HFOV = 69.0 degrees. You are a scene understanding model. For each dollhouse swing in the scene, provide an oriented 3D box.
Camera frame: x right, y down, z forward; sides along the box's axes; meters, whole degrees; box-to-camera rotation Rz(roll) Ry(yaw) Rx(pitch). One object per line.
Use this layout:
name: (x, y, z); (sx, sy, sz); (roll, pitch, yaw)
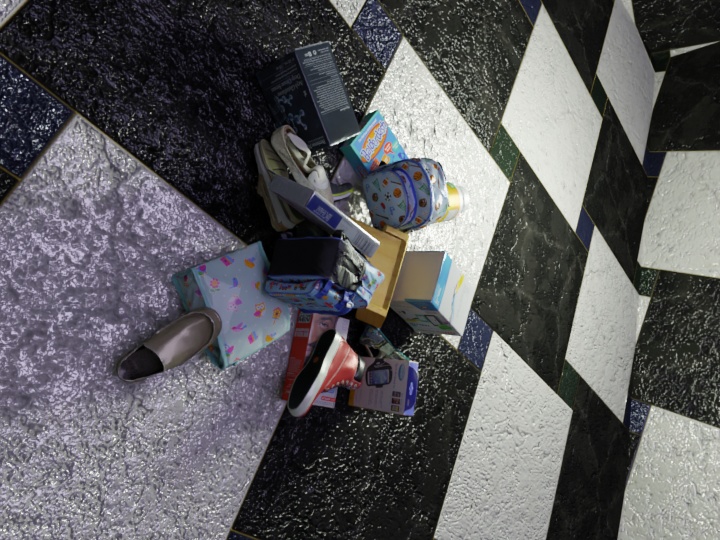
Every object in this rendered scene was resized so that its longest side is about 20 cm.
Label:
dollhouse swing: (0.000, 0.000, 1.216); (0.174, 0.182, 0.202); (17, 72, 1)

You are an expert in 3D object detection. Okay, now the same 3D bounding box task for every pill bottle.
pill bottle: (0.216, -0.190, 1.462); (0.199, 0.110, 0.112); (-14, 96, -43)

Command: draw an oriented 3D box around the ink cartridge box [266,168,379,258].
ink cartridge box: (-0.083, -0.113, 1.032); (0.196, 0.199, 0.044); (35, 87, -41)

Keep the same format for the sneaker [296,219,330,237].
sneaker: (-0.075, -0.058, 1.214); (0.200, 0.075, 0.091); (48, 50, -41)

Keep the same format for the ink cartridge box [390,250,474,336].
ink cartridge box: (0.182, 0.061, 1.365); (0.200, 0.146, 0.147); (43, 57, -44)

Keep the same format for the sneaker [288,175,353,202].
sneaker: (-0.095, -0.190, 1.198); (0.199, 0.073, 0.082); (-17, 95, -45)

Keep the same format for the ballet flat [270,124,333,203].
ballet flat: (-0.117, -0.220, 1.116); (0.200, 0.062, 0.068); (50, 47, -10)

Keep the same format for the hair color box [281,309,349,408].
hair color box: (-0.098, 0.196, 1.170); (0.110, 0.064, 0.202); (21, 72, -40)

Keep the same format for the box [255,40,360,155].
box: (-0.113, -0.364, 1.138); (0.107, 0.148, 0.202); (-35, 110, -39)

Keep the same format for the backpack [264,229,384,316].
backpack: (-0.059, 0.019, 1.009); (0.200, 0.181, 0.136); (35, 64, -48)

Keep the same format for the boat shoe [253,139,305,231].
boat shoe: (-0.187, -0.178, 1.102); (0.075, 0.068, 0.202); (3, 61, -60)

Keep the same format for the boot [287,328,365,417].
boot: (-0.062, 0.246, 1.113); (0.145, 0.072, 0.201); (51, 53, -29)

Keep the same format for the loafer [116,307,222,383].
loafer: (-0.326, 0.135, 0.891); (0.199, 0.068, 0.076); (-34, 101, -3)

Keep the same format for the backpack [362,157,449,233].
backpack: (0.108, -0.179, 1.236); (0.154, 0.189, 0.202); (-26, 100, -49)

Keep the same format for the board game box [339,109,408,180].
board game box: (0.050, -0.287, 1.358); (0.200, 0.045, 0.153); (51, 56, -28)

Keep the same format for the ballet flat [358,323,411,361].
ballet flat: (0.063, 0.210, 1.330); (0.200, 0.074, 0.075); (46, 58, -29)

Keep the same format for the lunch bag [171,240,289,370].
lunch bag: (-0.239, 0.068, 1.008); (0.170, 0.121, 0.202); (-28, 100, -42)

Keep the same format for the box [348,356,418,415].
box: (0.059, 0.267, 1.219); (0.041, 0.199, 0.120); (19, 74, -46)
